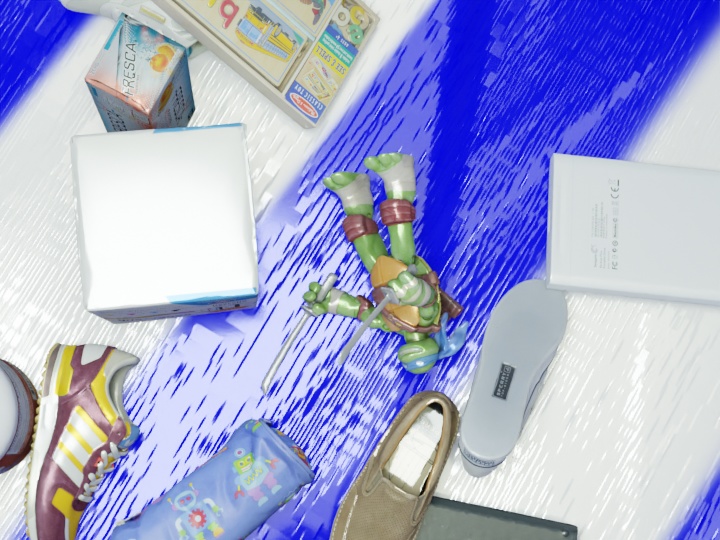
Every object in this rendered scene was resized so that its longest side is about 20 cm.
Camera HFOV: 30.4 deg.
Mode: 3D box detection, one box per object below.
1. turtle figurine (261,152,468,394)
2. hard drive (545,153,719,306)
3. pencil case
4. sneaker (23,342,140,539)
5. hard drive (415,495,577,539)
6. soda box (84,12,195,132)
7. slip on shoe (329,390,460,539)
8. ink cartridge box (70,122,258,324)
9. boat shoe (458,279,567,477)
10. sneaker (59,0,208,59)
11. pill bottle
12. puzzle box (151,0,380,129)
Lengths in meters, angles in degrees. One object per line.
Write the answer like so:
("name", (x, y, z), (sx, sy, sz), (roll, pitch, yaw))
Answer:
("turtle figurine", (0.000, 0.000, 1.201), (0.198, 0.144, 0.196), (-8, 80, -9))
("hard drive", (0.279, -0.038, 1.275), (0.198, 0.027, 0.133), (6, 72, -3))
("pencil case", (-0.138, 0.215, 1.196), (0.199, 0.078, 0.087), (-39, 80, -8))
("sneaker", (-0.246, 0.167, 1.194), (0.089, 0.075, 0.202), (4, 84, 1))
("hard drive", (0.092, 0.286, 1.228), (0.198, 0.033, 0.141), (12, 82, -3))
("soda box", (-0.191, -0.155, 1.173), (0.063, 0.200, 0.069), (28, 80, -1))
("slip on shoe", (0.031, 0.200, 1.186), (0.076, 0.061, 0.201), (30, 83, 3))
("ink cartridge box", (-0.166, -0.035, 1.162), (0.146, 0.200, 0.146), (-6, 86, -5))
("boat shoe", (0.136, 0.099, 1.238), (0.073, 0.066, 0.201), (25, 61, 10))
("sneaker", (-0.188, -0.244, 1.249), (0.198, 0.077, 0.082), (5, 85, -2))
("pill bottle", (-0.341, 0.123, 1.128), (0.111, 0.200, 0.114), (1, 83, -4))
("puzzle box", (-0.086, -0.244, 1.231), (0.200, 0.025, 0.134), (38, 73, -26))
